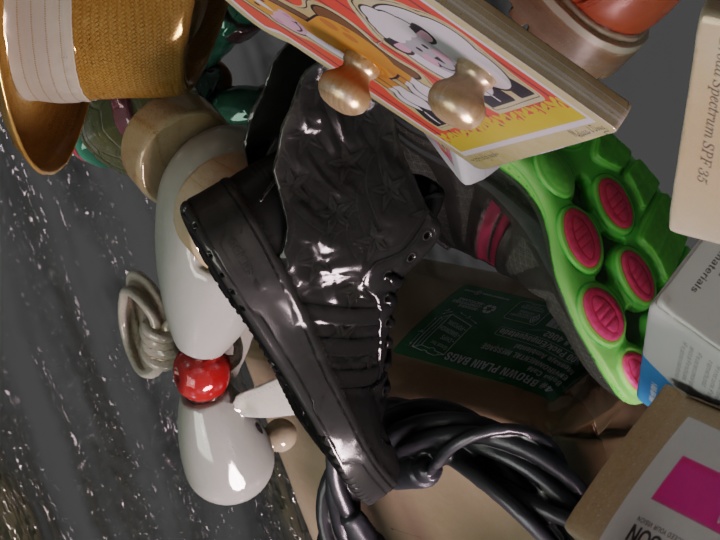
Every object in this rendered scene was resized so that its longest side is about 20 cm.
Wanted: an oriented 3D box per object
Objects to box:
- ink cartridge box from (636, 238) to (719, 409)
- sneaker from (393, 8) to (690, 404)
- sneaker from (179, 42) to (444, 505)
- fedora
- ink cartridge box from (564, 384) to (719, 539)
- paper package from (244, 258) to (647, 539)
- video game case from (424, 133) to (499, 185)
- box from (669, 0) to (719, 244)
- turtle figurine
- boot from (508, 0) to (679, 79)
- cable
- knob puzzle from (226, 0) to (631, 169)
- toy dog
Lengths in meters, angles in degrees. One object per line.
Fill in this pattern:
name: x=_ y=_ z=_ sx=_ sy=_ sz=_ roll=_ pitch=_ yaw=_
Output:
ink cartridge box: x=0.211 y=0.060 z=0.849 sx=0.200 sy=0.084 sz=0.145 roll=37 pitch=169 yaw=14
sneaker: x=0.074 y=-0.030 z=0.966 sx=0.201 sy=0.077 sz=0.084 roll=56 pitch=152 yaw=4
sneaker: x=-0.001 y=-0.001 z=0.905 sx=0.200 sy=0.104 sz=0.060 roll=60 pitch=172 yaw=-31
fedora: x=-0.096 y=-0.137 z=0.921 sx=0.081 sy=0.202 sz=0.201 roll=7 pitch=137 yaw=6
ink cartridge box: x=0.190 y=0.139 z=0.806 sx=0.165 sy=0.075 sz=0.200 roll=43 pitch=171 yaw=-27
paper package: x=0.063 y=0.098 z=1.075 sx=0.199 sy=0.103 sz=0.192 roll=13 pitch=134 yaw=41
video game case: x=-0.012 y=-0.154 z=0.859 sx=0.200 sy=0.024 sz=0.182 roll=56 pitch=172 yaw=33
box: x=0.205 y=-0.044 z=0.689 sx=0.199 sy=0.078 sz=0.095 roll=14 pitch=134 yaw=15
turtle figurine: x=-0.080 y=-0.087 z=1.052 sx=0.199 sy=0.101 sz=0.150 roll=-14 pitch=119 yaw=45
boot: x=0.064 y=-0.182 z=0.827 sx=0.200 sy=0.075 sz=0.107 roll=50 pitch=127 yaw=6
cable: x=0.047 y=0.126 z=0.997 sx=0.163 sy=0.051 sz=0.201 roll=39 pitch=142 yaw=26
knob puzzle: x=-0.022 y=-0.090 z=0.737 sx=0.219 sy=0.031 sz=0.220 roll=32 pitch=174 yaw=4
toy dog: x=-0.045 y=0.005 z=0.993 sx=0.201 sy=0.096 sz=0.132 roll=100 pitch=149 yaw=-53
